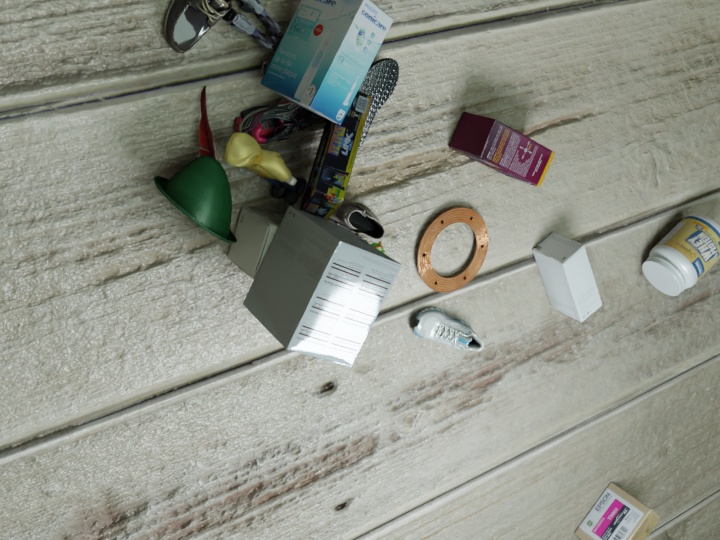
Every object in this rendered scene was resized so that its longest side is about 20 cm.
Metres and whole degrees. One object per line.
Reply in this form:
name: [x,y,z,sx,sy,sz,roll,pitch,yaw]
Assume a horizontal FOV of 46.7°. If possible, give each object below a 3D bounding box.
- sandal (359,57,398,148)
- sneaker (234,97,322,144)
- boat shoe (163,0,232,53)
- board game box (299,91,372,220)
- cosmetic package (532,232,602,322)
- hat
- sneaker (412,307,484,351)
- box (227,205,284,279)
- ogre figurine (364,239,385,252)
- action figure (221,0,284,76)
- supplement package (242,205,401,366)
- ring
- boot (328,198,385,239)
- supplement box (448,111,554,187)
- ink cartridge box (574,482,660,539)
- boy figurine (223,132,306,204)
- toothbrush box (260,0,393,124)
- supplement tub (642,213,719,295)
sandal: [0.003,-0.325,1.614,0.075,0.048,0.201,17,111,-38]
sneaker: [-0.126,-0.276,1.522,0.200,0.075,0.081,-30,123,-22]
boat shoe: [-0.251,-0.447,1.369,0.074,0.073,0.200,32,89,-38]
board game box: [-0.047,-0.202,1.494,0.057,0.165,0.200,18,74,-11]
cosmetic package: [0.507,0.017,2.045,0.081,0.113,0.200,-36,127,-16]
hat: [-0.237,-0.174,1.418,0.200,0.166,0.176,39,96,-20]
sneaker: [0.209,0.142,1.911,0.200,0.087,0.075,16,101,-36]
box: [-0.129,-0.038,1.583,0.200,0.128,0.109,11,104,-36]
ogre figurine: [0.000,0.000,1.674,0.200,0.098,0.120,-17,103,-64]
action figure: [-0.153,-0.405,1.458,0.200,0.069,0.130,32,83,-42]
supplement package: [-0.070,0.026,1.447,0.147,0.191,0.200,21,100,-37]
ring: [0.206,-0.047,1.874,0.200,0.019,0.201,-13,116,-28]
boot: [0.002,-0.092,1.637,0.200,0.146,0.070,19,96,-38]
supplement box: [0.305,-0.260,1.796,0.200,0.110,0.086,18,97,-38]
ink cartridge box: [0.762,0.761,2.484,0.075,0.165,0.200,41,83,-36]
boy figurine: [-0.169,-0.182,1.484,0.065,0.124,0.200,-62,152,-2]
toothbrush box: [-0.058,-0.370,1.414,0.085,0.146,0.200,22,99,-50]
supplement tub: [0.872,-0.042,2.244,0.200,0.145,0.145,-42,126,-13]
